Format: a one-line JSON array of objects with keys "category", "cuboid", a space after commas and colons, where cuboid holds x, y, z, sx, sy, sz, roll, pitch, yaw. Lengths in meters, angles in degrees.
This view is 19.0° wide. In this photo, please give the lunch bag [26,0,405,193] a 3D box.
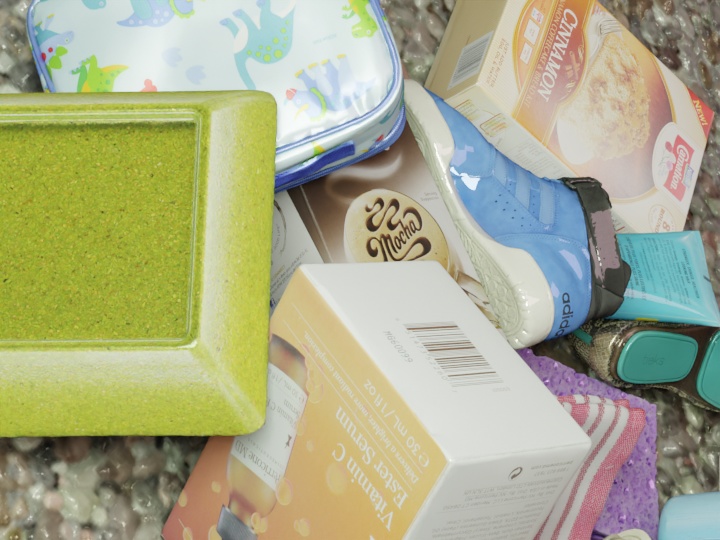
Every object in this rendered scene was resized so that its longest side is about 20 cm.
[{"category": "lunch bag", "cuboid": [-0.081, -0.114, 1.231, 0.199, 0.082, 0.161, -23, 76, -1]}]

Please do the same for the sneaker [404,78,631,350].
[{"category": "sneaker", "cuboid": [0.094, -0.044, 1.362, 0.111, 0.077, 0.200, -14, 57, -33]}]

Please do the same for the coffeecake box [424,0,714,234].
[{"category": "coffeecake box", "cuboid": [0.146, -0.107, 1.510, 0.200, 0.073, 0.154, 40, 48, -22]}]

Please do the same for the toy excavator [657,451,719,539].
[{"category": "toy excavator", "cuboid": [0.251, 0.176, 1.442, 0.194, 0.099, 0.201, 41, 48, -58]}]

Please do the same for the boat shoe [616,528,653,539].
[{"category": "boat shoe", "cuboid": [0.152, 0.260, 1.329, 0.067, 0.072, 0.201, 25, 74, -30]}]

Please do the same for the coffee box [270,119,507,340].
[{"category": "coffee box", "cuboid": [0.000, 0.000, 1.306, 0.113, 0.080, 0.201, -10, 70, -42]}]

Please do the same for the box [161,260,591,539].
[{"category": "box", "cuboid": [0.003, 0.118, 1.155, 0.106, 0.200, 0.152, -2, 40, -42]}]

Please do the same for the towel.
[{"category": "towel", "cuboid": [0.084, 0.144, 1.300, 0.199, 0.030, 0.147, 5, 110, -44]}]

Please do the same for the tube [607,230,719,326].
[{"category": "tube", "cuboid": [0.145, 0.003, 1.424, 0.199, 0.050, 0.078, 1, 62, -18]}]

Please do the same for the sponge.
[{"category": "sponge", "cuboid": [0.120, 0.112, 1.416, 0.199, 0.030, 0.112, 24, 56, -32]}]

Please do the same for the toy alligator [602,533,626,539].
[{"category": "toy alligator", "cuboid": [0.088, 0.231, 1.296, 0.200, 0.054, 0.059, -45, 112, -27]}]

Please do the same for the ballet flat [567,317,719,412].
[{"category": "ballet flat", "cuboid": [0.223, 0.056, 1.508, 0.199, 0.075, 0.068, 12, 104, -39]}]

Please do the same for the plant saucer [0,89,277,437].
[{"category": "plant saucer", "cuboid": [-0.147, -0.015, 1.130, 0.199, 0.048, 0.201, -1, 67, 4]}]
